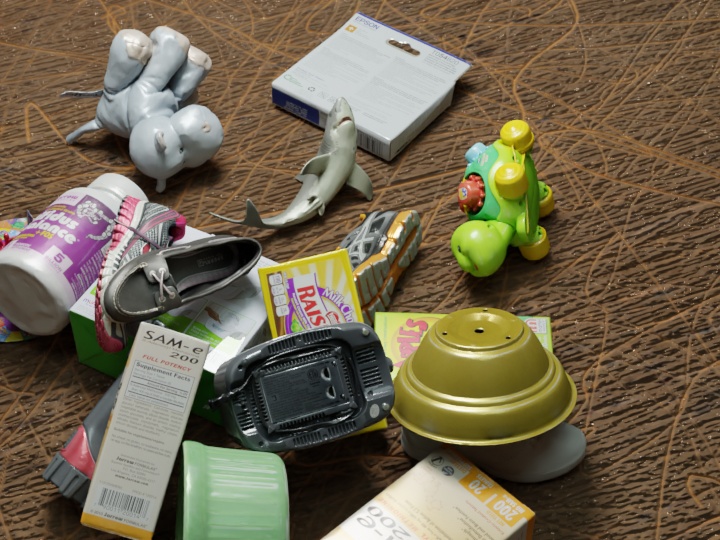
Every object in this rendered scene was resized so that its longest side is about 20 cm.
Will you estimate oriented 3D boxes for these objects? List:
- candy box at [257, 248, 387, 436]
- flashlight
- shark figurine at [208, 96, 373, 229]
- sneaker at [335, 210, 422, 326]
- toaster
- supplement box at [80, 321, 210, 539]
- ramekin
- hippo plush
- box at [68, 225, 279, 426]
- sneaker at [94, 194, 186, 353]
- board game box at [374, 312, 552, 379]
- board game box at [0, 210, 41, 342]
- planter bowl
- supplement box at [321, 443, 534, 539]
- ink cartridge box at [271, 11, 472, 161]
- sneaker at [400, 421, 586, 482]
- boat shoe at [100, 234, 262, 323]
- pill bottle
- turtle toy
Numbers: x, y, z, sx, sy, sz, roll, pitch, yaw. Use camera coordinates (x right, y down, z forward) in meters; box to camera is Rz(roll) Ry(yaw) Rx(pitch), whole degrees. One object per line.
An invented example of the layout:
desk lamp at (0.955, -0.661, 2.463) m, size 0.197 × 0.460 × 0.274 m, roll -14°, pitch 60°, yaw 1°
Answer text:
candy box at (-0.041, 0.084, 1.625) m, size 0.102 × 0.026 × 0.200 m, roll -13°, pitch 86°, yaw -3°
flashlight at (-0.244, 0.152, 1.561) m, size 0.068 × 0.068 × 0.200 m, roll 35°, pitch 82°, yaw 31°
shark figurine at (-0.075, -0.103, 1.871) m, size 0.214 × 0.128 × 0.089 m, roll -45°, pitch 35°, yaw -15°
sneaker at (0.000, 0.000, 1.767) m, size 0.077 × 0.078 × 0.200 m, roll 11°, pitch 43°, yaw 27°
toaster at (-0.070, 0.123, 1.531) m, size 0.200 × 0.129 × 0.114 m, roll -16°, pitch 89°, yaw -16°
supplement box at (-0.211, 0.156, 1.473) m, size 0.073 × 0.126 × 0.200 m, roll 17°, pitch 83°, yaw -7°
ramekin at (-0.125, 0.264, 1.430) m, size 0.097 × 0.200 × 0.200 m, roll 2°, pitch 46°, yaw -9°
hippo plush at (-0.259, -0.201, 1.883) m, size 0.200 × 0.159 × 0.161 m, roll -19°, pitch 49°, yaw -19°
box at (-0.193, 0.050, 1.691) m, size 0.200 × 0.097 × 0.177 m, roll 21°, pitch 50°, yaw 17°
sneaker at (-0.241, 0.001, 1.621) m, size 0.075 × 0.081 × 0.200 m, roll 13°, pitch 52°, yaw -3°
board game box at (0.114, 0.101, 1.684) m, size 0.200 × 0.048 × 0.102 m, roll 2°, pitch 47°, yaw 0°
board game box at (-0.412, -0.003, 1.773) m, size 0.158 × 0.039 × 0.200 m, roll -26°, pitch 52°, yaw -23°
planter bowl at (0.124, 0.094, 1.556) m, size 0.200 × 0.084 × 0.200 m, roll -4°, pitch 25°, yaw 2°
supplement box at (0.059, 0.279, 1.488) m, size 0.200 × 0.074 × 0.126 m, roll -35°, pitch 56°, yaw -29°
ink cartridge box at (0.016, -0.250, 2.016) m, size 0.199 × 0.041 × 0.200 m, roll 29°, pitch 52°, yaw 23°
sneaker at (0.143, 0.169, 1.594) m, size 0.200 × 0.089 × 0.075 m, roll 4°, pitch 45°, yaw 2°
boat shoe at (-0.187, 0.002, 1.589) m, size 0.057 × 0.067 × 0.200 m, roll -16°, pitch 6°, yaw 44°
pill bottle at (-0.328, -0.025, 1.723) m, size 0.112 × 0.112 × 0.200 m, roll 21°, pitch 44°, yaw 17°
turtle toy at (0.165, -0.076, 1.804) m, size 0.101 × 0.146 × 0.200 m, roll -6°, pitch 44°, yaw 21°
